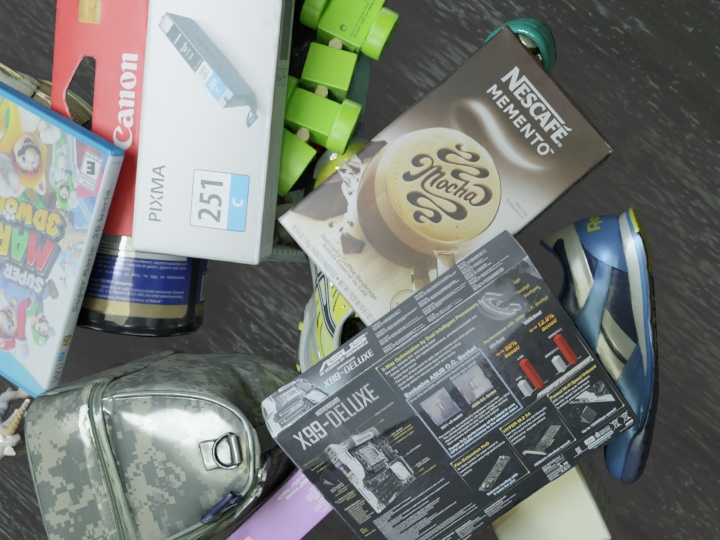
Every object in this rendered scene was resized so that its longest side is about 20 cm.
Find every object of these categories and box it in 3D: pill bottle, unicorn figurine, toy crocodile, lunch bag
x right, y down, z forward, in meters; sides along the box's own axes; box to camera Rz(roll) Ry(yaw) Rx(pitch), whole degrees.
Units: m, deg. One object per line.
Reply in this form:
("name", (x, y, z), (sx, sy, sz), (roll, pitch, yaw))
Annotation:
("pill bottle", (-0.167, -0.055, 0.998), (0.112, 0.112, 0.200), (8, 94, 11))
("unicorn figurine", (-0.310, 0.122, 1.022), (0.200, 0.137, 0.074), (-6, 102, 15))
("toy crocodile", (-0.021, -0.148, 0.946), (0.067, 0.062, 0.200), (22, 80, 0))
("lunch bag", (-0.128, 0.129, 0.956), (0.168, 0.200, 0.140), (-15, 90, 13))

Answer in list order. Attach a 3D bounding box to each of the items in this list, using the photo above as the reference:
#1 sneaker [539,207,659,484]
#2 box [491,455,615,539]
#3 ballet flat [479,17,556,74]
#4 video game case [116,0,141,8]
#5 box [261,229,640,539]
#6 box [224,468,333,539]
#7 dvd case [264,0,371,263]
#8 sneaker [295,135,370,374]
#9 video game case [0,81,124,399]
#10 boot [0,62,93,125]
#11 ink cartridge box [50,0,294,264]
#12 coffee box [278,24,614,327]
("sneaker", (0.177, 0.056, 0.955), (0.082, 0.074, 0.200), (-4, 85, 14))
("box", (0.111, 0.112, 0.959), (0.078, 0.095, 0.200), (-26, 87, 13))
("ballet flat", (0.080, -0.100, 0.964), (0.067, 0.070, 0.200), (30, 99, 8))
("video game case", (-0.087, -0.274, 0.947), (0.200, 0.018, 0.143), (-17, 51, 13))
("box", (0.060, 0.094, 0.854), (0.200, 0.050, 0.158), (-36, 116, 4))
("box", (-0.042, 0.171, 0.972), (0.200, 0.137, 0.039), (-44, 85, 10))
("dvd case", (-0.063, -0.107, 0.974), (0.146, 0.022, 0.200), (5, 97, -31))
("sneaker", (0.000, 0.000, 0.972), (0.075, 0.076, 0.200), (-4, 99, -28))
("video game case", (-0.253, -0.024, 0.948), (0.143, 0.018, 0.200), (29, 111, 24))
("boot", (-0.308, -0.132, 0.999), (0.200, 0.155, 0.072), (27, 99, 10))
("ink cartridge box", (-0.141, -0.114, 0.903), (0.176, 0.045, 0.200), (7, 99, 9))
("coffee box", (0.059, -0.056, 0.887), (0.200, 0.080, 0.113), (-41, 86, 3))
